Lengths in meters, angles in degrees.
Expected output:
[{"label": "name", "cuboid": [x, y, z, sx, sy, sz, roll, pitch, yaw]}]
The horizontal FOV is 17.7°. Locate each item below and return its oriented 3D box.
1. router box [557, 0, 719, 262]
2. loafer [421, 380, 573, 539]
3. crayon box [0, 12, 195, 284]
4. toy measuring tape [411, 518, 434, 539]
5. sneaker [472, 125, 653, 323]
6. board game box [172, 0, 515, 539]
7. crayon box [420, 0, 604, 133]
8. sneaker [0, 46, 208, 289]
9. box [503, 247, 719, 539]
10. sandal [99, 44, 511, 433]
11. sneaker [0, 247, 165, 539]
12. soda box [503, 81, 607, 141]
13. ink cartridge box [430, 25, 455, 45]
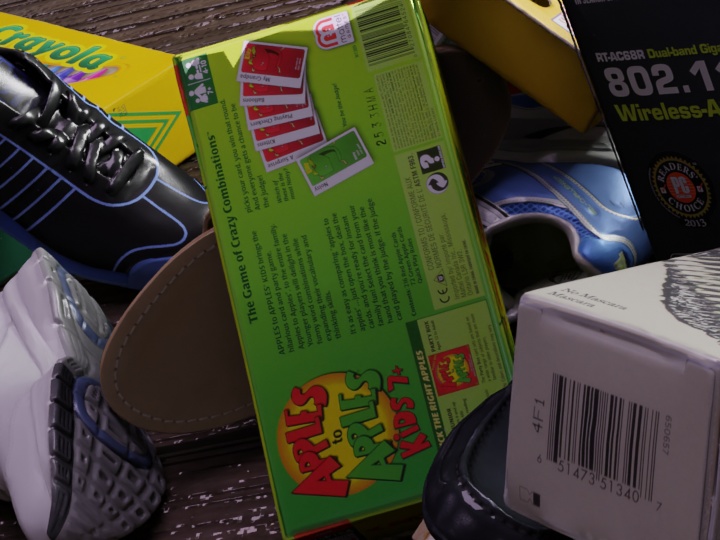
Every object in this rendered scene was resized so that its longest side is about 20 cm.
[{"label": "router box", "cuboid": [0.176, -0.068, 0.817, 0.199, 0.151, 0.062, -1, 29, 46]}, {"label": "loafer", "cuboid": [0.082, 0.050, 0.801, 0.068, 0.071, 0.200, 38, 29, 12]}, {"label": "crayon box", "cuboid": [-0.209, -0.067, 1.249, 0.172, 0.059, 0.199, -37, 35, -28]}, {"label": "toy measuring tape", "cuboid": [0.056, 0.141, 0.735, 0.073, 0.074, 0.200, -17, 26, 5]}, {"label": "sneaker", "cuboid": [0.039, -0.019, 1.002, 0.199, 0.076, 0.077, -6, 33, 32]}, {"label": "board game box", "cuboid": [0.000, 0.000, 0.899, 0.101, 0.048, 0.201, -16, 72, 7]}, {"label": "crayon box", "cuboid": [0.083, -0.133, 0.980, 0.125, 0.052, 0.200, 37, 36, 11]}, {"label": "sneaker", "cuboid": [-0.151, -0.057, 1.107, 0.199, 0.078, 0.070, 22, 53, 10]}, {"label": "box", "cuboid": [0.139, 0.031, 0.694, 0.199, 0.069, 0.082, -13, 23, -42]}, {"label": "sandal", "cuboid": [-0.024, -0.014, 0.982, 0.212, 0.078, 0.070, -44, 15, 0]}, {"label": "sneaker", "cuboid": [-0.140, 0.070, 0.987, 0.087, 0.075, 0.200, -36, 26, 5]}, {"label": "soda box", "cuboid": [0.122, -0.058, 1.032, 0.199, 0.064, 0.068, 5, 37, 35]}, {"label": "ink cartridge box", "cuboid": [0.032, -0.119, 1.126, 0.146, 0.048, 0.200, -54, -5, 26]}]
